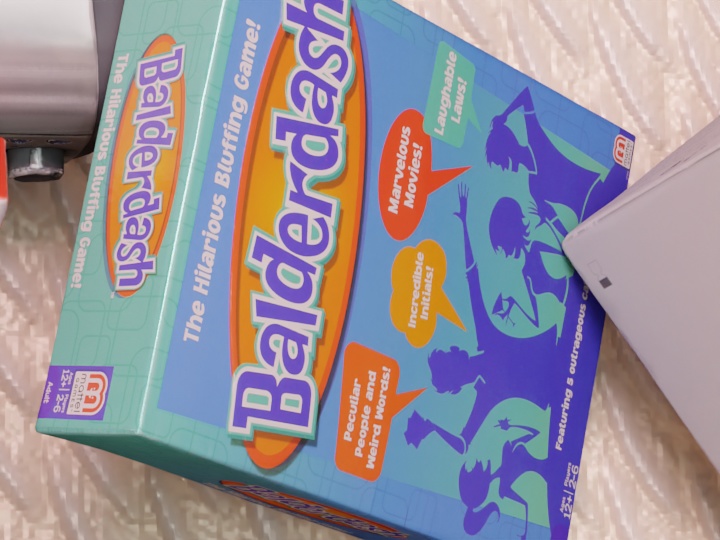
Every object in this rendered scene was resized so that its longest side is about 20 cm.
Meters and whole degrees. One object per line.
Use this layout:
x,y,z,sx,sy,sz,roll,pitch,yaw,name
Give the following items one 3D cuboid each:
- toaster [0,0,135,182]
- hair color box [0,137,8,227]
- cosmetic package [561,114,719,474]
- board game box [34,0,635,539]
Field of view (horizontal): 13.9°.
-0.143,-0.122,0.883,0.129,0.114,0.201,-6,86,-15,toaster
-0.177,0.046,0.826,0.101,0.061,0.200,19,105,-14,hair color box
0.211,0.005,0.940,0.200,0.123,0.200,-38,93,-36,cosmetic package
0.000,0.000,0.889,0.200,0.045,0.153,23,73,-46,board game box
